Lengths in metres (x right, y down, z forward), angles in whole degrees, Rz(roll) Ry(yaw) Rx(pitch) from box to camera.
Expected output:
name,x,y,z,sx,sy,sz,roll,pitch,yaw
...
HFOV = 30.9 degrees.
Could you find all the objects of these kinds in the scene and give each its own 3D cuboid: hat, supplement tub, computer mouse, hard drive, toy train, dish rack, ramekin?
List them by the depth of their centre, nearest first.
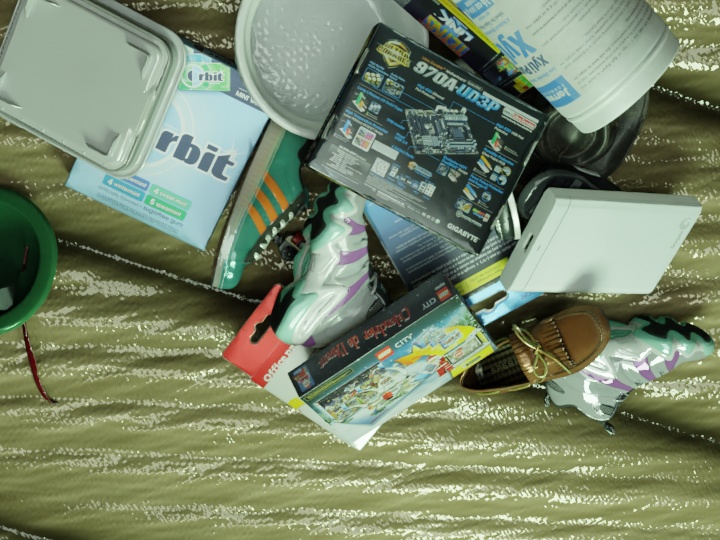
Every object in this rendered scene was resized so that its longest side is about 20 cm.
name,x,y,z,sx,sy,sz,roll,pitch,yaw
supplement tub,0.189,-0.244,1.232,0.132,0.132,0.200,-44,100,12
ramekin,-0.037,-0.234,1.347,0.199,0.098,0.202,-1,96,-13
dish rack,-0.296,-0.205,1.363,0.199,0.044,0.172,28,105,8
hat,0.228,-0.172,1.410,0.200,0.081,0.202,0,108,-1
hard drive,0.264,-0.030,1.425,0.199,0.027,0.132,1,132,-29
computer mouse,0.229,-0.055,1.437,0.199,0.046,0.141,10,127,-34
toy train,-0.060,-0.020,1.476,0.200,0.034,0.046,40,90,-13
hat,-0.420,0.028,1.484,0.165,0.176,0.201,7,71,-3

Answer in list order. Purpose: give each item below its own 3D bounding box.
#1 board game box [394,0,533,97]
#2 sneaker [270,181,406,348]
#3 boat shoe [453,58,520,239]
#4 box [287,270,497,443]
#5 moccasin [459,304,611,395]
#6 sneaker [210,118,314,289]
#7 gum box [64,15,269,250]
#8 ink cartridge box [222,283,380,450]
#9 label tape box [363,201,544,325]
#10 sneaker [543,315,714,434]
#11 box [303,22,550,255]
name,x,y,z,sx,sy,sz,roll,pitch,yaw
board game box,0.125,-0.299,1.326,0.200,0.166,0.057,39,147,-14
sneaker,0.000,0.000,1.408,0.139,0.078,0.201,19,106,-21
boat shoe,0.115,-0.120,1.366,0.060,0.076,0.201,-20,96,1
box,0.037,0.097,1.410,0.200,0.038,0.137,-33,142,5
moccasin,0.192,0.092,1.456,0.201,0.078,0.074,-21,85,41
sneaker,-0.098,-0.065,1.411,0.080,0.071,0.201,23,83,-9
gum box,-0.203,-0.147,1.419,0.169,0.045,0.201,26,105,-10
ink cartridge box,-0.047,0.101,1.498,0.200,0.067,0.116,36,102,-13
label tape box,0.104,-0.036,1.460,0.143,0.066,0.200,-29,109,6
sneaker,0.310,0.129,1.525,0.199,0.078,0.141,1,111,7
box,0.066,-0.129,1.298,0.199,0.046,0.159,27,90,-8
